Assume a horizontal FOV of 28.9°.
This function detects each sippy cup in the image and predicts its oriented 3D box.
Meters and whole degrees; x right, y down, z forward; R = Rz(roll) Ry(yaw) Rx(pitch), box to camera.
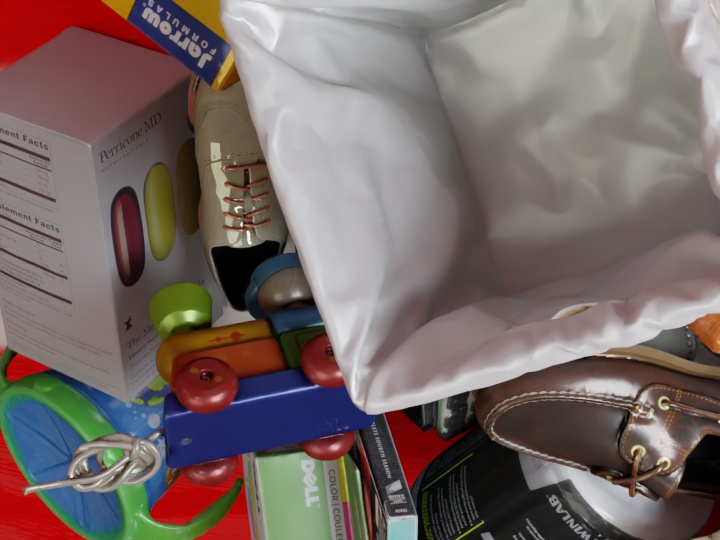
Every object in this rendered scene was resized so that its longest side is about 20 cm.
[{"bbox_3d":[-0.166,0.104,0.998,0.139,0.130,0.178,-12,111,50],"label":"sippy cup"}]

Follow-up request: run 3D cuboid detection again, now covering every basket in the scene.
[{"bbox_3d":[0.080,-0.064,0.603,0.198,0.161,0.201,-21,85,31],"label":"basket"}]

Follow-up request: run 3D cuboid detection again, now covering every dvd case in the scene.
[{"bbox_3d":[0.002,0.131,0.879,0.022,0.200,0.146,-9,129,-10],"label":"dvd case"}]

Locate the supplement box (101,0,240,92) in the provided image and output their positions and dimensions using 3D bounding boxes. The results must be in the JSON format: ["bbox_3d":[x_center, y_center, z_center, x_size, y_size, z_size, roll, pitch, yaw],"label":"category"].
[{"bbox_3d":[-0.041,-0.204,0.656,0.109,0.110,0.200,38,125,5],"label":"supplement box"}]

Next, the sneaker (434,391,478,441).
[{"bbox_3d":[0.051,0.014,0.811,0.089,0.077,0.201,43,150,38],"label":"sneaker"}]

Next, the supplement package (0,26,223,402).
[{"bbox_3d":[-0.170,-0.037,0.909,0.109,0.114,0.201,20,133,25],"label":"supplement package"}]

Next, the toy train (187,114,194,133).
[{"bbox_3d":[-0.061,-0.145,0.802,0.046,0.034,0.200,30,136,9],"label":"toy train"}]

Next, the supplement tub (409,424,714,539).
[{"bbox_3d":[0.106,0.142,0.838,0.123,0.123,0.200,44,138,-1],"label":"supplement tub"}]

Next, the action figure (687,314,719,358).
[{"bbox_3d":[0.257,0.022,0.680,0.200,0.105,0.194,-40,102,17],"label":"action figure"}]

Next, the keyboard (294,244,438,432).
[{"bbox_3d":[0.000,0.000,0.804,0.200,0.021,0.128,-141,42,-61],"label":"keyboard"}]

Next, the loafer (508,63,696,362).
[{"bbox_3d":[0.130,-0.026,0.727,0.070,0.070,0.200,-10,116,50],"label":"loafer"}]

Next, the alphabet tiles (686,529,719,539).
[{"bbox_3d":[0.186,0.164,0.782,0.200,0.166,0.006,-46,56,48],"label":"alphabet tiles"}]

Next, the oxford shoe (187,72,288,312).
[{"bbox_3d":[-0.063,-0.055,0.821,0.070,0.074,0.200,-5,142,-6],"label":"oxford shoe"}]

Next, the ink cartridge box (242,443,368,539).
[{"bbox_3d":[-0.038,0.154,0.887,0.200,0.059,0.104,-145,49,-78],"label":"ink cartridge box"}]

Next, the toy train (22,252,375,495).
[{"bbox_3d":[-0.099,0.055,0.792,0.085,0.199,0.116,95,159,-47],"label":"toy train"}]

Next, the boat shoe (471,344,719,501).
[{"bbox_3d":[0.154,0.083,0.716,0.199,0.071,0.070,5,143,-16],"label":"boat shoe"}]
